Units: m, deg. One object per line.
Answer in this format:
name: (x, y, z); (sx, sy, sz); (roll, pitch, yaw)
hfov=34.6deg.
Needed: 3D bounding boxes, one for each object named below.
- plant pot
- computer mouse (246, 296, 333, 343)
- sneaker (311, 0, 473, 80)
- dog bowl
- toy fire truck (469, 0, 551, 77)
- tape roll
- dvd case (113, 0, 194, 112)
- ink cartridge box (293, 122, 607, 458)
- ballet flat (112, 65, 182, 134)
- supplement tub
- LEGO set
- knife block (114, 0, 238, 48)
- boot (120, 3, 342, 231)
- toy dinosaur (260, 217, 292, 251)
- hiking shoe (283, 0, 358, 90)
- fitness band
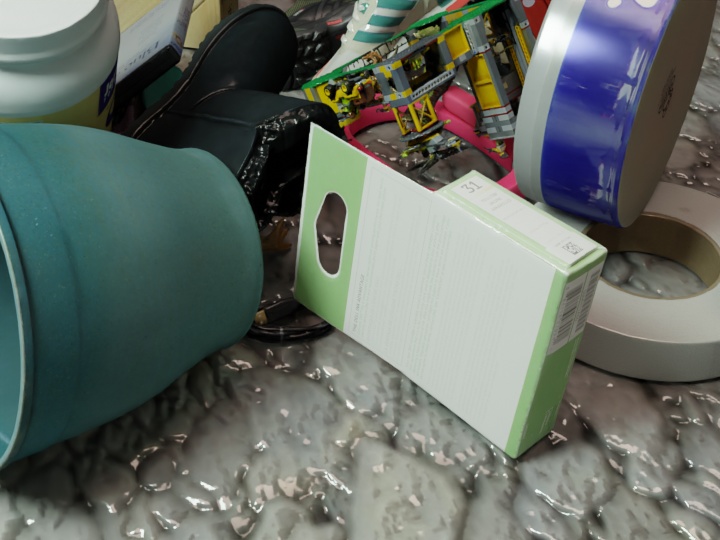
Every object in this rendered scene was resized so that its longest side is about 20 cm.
plant pot: (-0.169, 0.000, 0.714); (0.186, 0.203, 0.199); (-14, 37, -41)
computer mouse: (0.000, 0.000, 0.839); (0.198, 0.034, 0.058); (-27, 46, -31)
sneaker: (0.015, -0.236, 1.038); (0.199, 0.094, 0.071); (-39, 26, 7)
dog bowl: (0.184, -0.136, 0.823); (0.078, 0.202, 0.200); (21, 41, 22)
toy fire truck: (0.197, -0.290, 1.120); (0.198, 0.129, 0.177); (-30, 34, 15)
tape roll: (0.209, 0.001, 0.841); (0.199, 0.038, 0.204); (1, 36, -1)
dvd case: (-0.204, -0.172, 0.982); (0.142, 0.018, 0.201); (-34, 25, 12)
ink cartridge box: (0.046, 0.004, 0.728); (0.199, 0.147, 0.048); (35, 44, 30)
ballet flat: (-0.193, -0.112, 0.963); (0.070, 0.070, 0.201); (-14, 36, 12)
supplement tub: (-0.237, -0.131, 0.780); (0.143, 0.201, 0.147); (8, 55, -12)
LEGO set: (0.061, -0.131, 0.925); (0.152, 0.117, 0.199); (-7, 23, 45)
knife block: (-0.174, -0.310, 1.122); (0.196, 0.178, 0.064); (8, 36, 9)
boot: (-0.069, -0.114, 0.845); (0.167, 0.077, 0.201); (16, 55, 42)
toy dinosaur: (-0.110, -0.037, 0.882); (0.105, 0.061, 0.201); (2, 41, 23)
hiking shoe: (-0.017, -0.242, 1.121); (0.197, 0.077, 0.101); (-16, 44, -20)
fitness band: (0.058, -0.099, 0.972); (0.142, 0.038, 0.200); (-25, 43, -26)
